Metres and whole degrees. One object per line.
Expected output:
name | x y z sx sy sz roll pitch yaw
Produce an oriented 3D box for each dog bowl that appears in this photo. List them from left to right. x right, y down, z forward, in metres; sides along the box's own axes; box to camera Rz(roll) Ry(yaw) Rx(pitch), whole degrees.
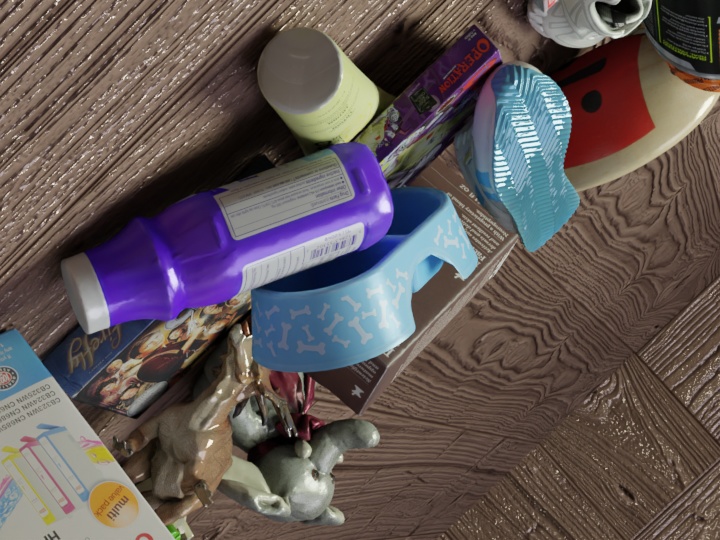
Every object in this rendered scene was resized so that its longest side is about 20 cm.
dog bowl | 0.000 0.000 1.060 0.111 0.050 0.200 0 -155 31

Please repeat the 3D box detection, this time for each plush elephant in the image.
plush elephant | -0.060 0.129 1.295 0.200 0.155 0.165 -45 164 10

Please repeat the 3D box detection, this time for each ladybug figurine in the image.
ladybug figurine | 0.196 -0.131 1.303 0.199 0.072 0.136 -26 -151 33

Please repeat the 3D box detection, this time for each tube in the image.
tube | -0.018 -0.102 1.000 0.057 0.053 0.200 0 174 8

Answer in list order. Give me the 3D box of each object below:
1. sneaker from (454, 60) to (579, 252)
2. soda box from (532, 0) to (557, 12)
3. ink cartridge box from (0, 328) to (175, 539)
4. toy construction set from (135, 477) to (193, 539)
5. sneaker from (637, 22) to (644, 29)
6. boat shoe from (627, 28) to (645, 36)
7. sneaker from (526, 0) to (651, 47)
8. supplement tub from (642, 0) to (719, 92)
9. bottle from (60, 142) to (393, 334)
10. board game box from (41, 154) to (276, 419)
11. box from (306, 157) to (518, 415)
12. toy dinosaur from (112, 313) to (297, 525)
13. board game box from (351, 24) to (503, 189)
sneaker | 0.101 -0.087 1.138 0.076 0.081 0.200 -41 154 -11
soda box | 0.160 -0.254 0.976 0.200 0.070 0.063 -42 165 -4
ink cartridge box | -0.209 0.164 0.952 0.128 0.200 0.126 -28 160 -40
toy construction set | -0.205 0.239 1.358 0.200 0.092 0.132 -40 142 -36
sneaker | 0.287 -0.263 1.292 0.199 0.076 0.088 -31 136 -21
boat shoe | 0.237 -0.160 1.419 0.199 0.076 0.060 -36 167 26
sneaker | 0.165 -0.192 1.140 0.075 0.081 0.200 -44 166 1
supplement tub | 0.257 -0.219 1.147 0.122 0.123 0.200 -40 153 -8
bottle | -0.081 -0.017 0.977 0.198 0.066 0.084 -21 173 -17
board game box | -0.112 0.016 1.101 0.200 0.035 0.135 -43 164 1
box | 0.027 0.007 1.236 0.200 0.100 0.075 -44 169 -38
toy dinosaur | -0.118 0.131 1.181 0.135 0.086 0.200 -35 169 -46
board game box | 0.050 -0.106 1.121 0.120 0.032 0.200 -48 174 5
